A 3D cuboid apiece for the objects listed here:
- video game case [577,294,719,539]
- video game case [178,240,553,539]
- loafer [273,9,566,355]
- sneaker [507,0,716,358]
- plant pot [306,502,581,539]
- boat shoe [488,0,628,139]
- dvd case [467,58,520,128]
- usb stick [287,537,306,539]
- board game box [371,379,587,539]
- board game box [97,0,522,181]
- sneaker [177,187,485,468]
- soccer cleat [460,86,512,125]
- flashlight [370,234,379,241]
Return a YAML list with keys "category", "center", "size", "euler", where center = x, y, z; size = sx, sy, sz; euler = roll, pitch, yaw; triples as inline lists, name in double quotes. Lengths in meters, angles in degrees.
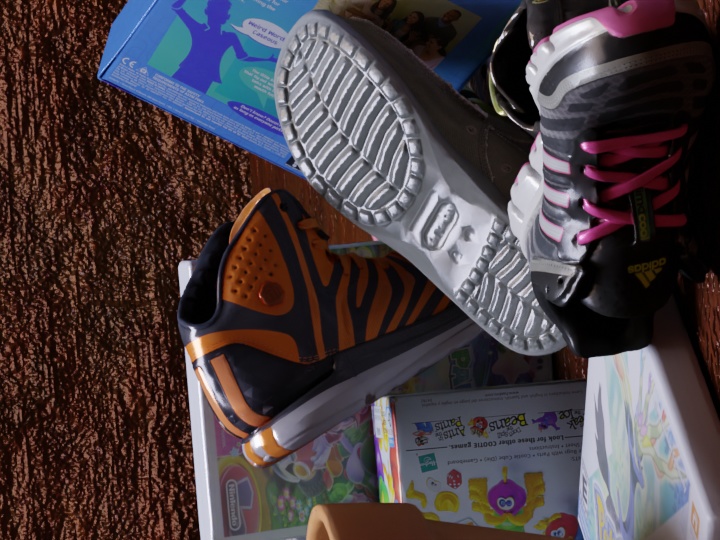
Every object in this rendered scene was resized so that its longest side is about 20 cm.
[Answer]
- category: "video game case"
  center: [0.126, 0.104, 1.246]
  size: [0.200, 0.022, 0.183]
  euler: [-103, 11, -51]
- category: "video game case"
  center: [0.008, 0.057, 1.486]
  size: [0.018, 0.199, 0.144]
  euler: [0, 95, 64]
- category: "loafer"
  center: [0.039, -0.043, 1.353]
  size: [0.200, 0.070, 0.075]
  euler: [48, 124, 14]
- category: "sneaker"
  center: [0.104, -0.030, 1.139]
  size: [0.200, 0.073, 0.088]
  euler: [102, 156, -60]
- category: "plant pot"
  center: [0.059, 0.188, 1.197]
  size: [0.200, 0.140, 0.201]
  euler: [174, 90, -83]
- category: "boat shoe"
  center: [0.086, -0.092, 1.274]
  size: [0.201, 0.060, 0.072]
  euler: [140, 125, -82]
- category: "dvd case"
  center: [0.068, -0.132, 1.590]
  size: [0.143, 0.017, 0.200]
  euler: [-101, 8, -45]
- category: "usb stick"
  center: [-0.027, 0.149, 1.522]
  size: [0.056, 0.033, 0.200]
  euler: [-68, 18, 7]
- category: "board game box"
  center: [0.068, 0.157, 1.428]
  size: [0.103, 0.104, 0.201]
  euler: [157, 108, -83]
- category: "board game box"
  center: [-0.013, -0.130, 1.392]
  size: [0.200, 0.152, 0.045]
  euler: [-47, 24, 44]
- category: "sneaker"
  center: [0.000, 0.000, 1.379]
  size: [0.112, 0.200, 0.078]
  euler: [58, 145, 2]
- category: "soccer cleat"
  center: [0.046, -0.065, 1.527]
  size: [0.081, 0.068, 0.200]
  euler: [43, -178, -22]
- category: "flashlight"
  center: [0.033, -0.025, 1.647]
  size: [0.200, 0.068, 0.068]
  euler: [-64, -46, -84]
